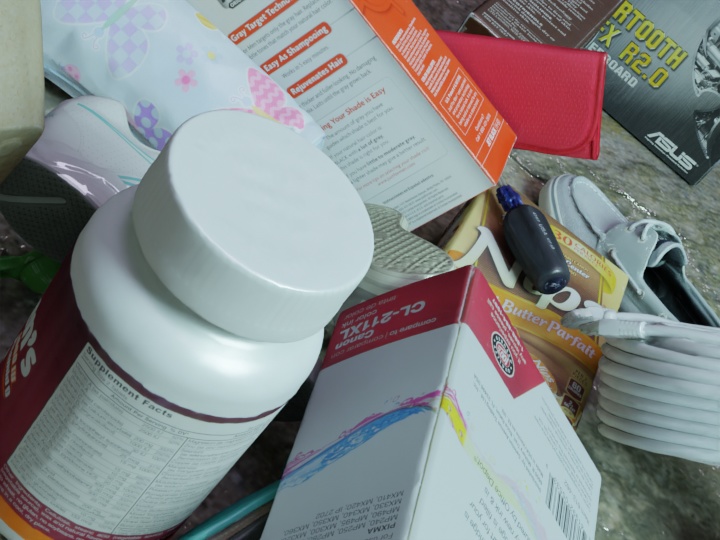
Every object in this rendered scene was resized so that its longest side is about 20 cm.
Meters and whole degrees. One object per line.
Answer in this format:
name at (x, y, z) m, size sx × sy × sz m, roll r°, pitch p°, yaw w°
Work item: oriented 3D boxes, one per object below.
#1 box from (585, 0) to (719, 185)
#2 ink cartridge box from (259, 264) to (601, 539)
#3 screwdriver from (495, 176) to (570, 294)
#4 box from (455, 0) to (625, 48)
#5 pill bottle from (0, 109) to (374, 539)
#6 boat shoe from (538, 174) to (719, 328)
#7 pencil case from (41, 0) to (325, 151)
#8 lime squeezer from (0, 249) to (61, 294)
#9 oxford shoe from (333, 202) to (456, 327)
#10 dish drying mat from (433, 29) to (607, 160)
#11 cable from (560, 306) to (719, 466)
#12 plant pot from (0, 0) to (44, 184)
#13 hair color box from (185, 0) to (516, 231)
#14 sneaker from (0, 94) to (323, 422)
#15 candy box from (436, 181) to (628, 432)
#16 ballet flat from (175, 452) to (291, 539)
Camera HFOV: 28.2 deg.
box at (0.246, -0.190, 1.139) m, size 0.200 × 0.159 × 0.048 m, roll 41°, pitch 37°, yaw 0°
ink cartridge box at (0.035, 0.120, 0.633) m, size 0.146 × 0.082 × 0.201 m, roll 58°, pitch 29°, yaw -26°
screwdriver at (0.081, -0.060, 0.900) m, size 0.029 × 0.028 × 0.201 m, roll -17°, pitch 49°, yaw -13°
box at (0.115, -0.161, 1.046) m, size 0.075 × 0.100 × 0.200 m, roll 43°, pitch 37°, yaw 4°
pill bottle at (-0.083, 0.033, 0.600) m, size 0.109 × 0.200 × 0.110 m, roll 23°, pitch 40°, yaw -21°
boat shoe at (0.195, 0.004, 0.973) m, size 0.070 × 0.072 × 0.202 m, roll -4°, pitch 56°, yaw -43°
pencil case at (-0.113, -0.104, 0.810) m, size 0.200 × 0.091 × 0.083 m, roll 43°, pitch -5°, yaw 2°
lime squeezer at (-0.142, 0.016, 0.714) m, size 0.199 × 0.038 × 0.071 m, roll 21°, pitch 72°, yaw -25°
oxford shoe at (0.000, 0.000, 0.785) m, size 0.074 × 0.058 × 0.200 m, roll -3°, pitch 18°, yaw -17°
dish drying mat at (0.051, -0.113, 0.887) m, size 0.198 × 0.077 × 0.018 m, roll 11°, pitch 40°, yaw 16°
cable at (0.229, 0.074, 0.789) m, size 0.199 × 0.070 × 0.199 m, roll 13°, pitch 3°, yaw 44°
plant pot at (-0.246, -0.097, 0.610) m, size 0.199 × 0.200 × 0.178 m, roll -12°, pitch 70°, yaw -46°
hair color box at (-0.008, -0.120, 0.855) m, size 0.200 × 0.101 × 0.061 m, roll 50°, pitch 37°, yaw -18°
sneaker at (-0.080, -0.007, 0.695) m, size 0.200 × 0.070 × 0.081 m, roll 46°, pitch 45°, yaw -18°
candy box at (0.085, 0.036, 0.860) m, size 0.115 × 0.055 × 0.200 m, roll 37°, pitch 38°, yaw -3°
ballet flat at (-0.022, 0.116, 0.684) m, size 0.069 × 0.068 × 0.200 m, roll 56°, pitch 38°, yaw -1°
